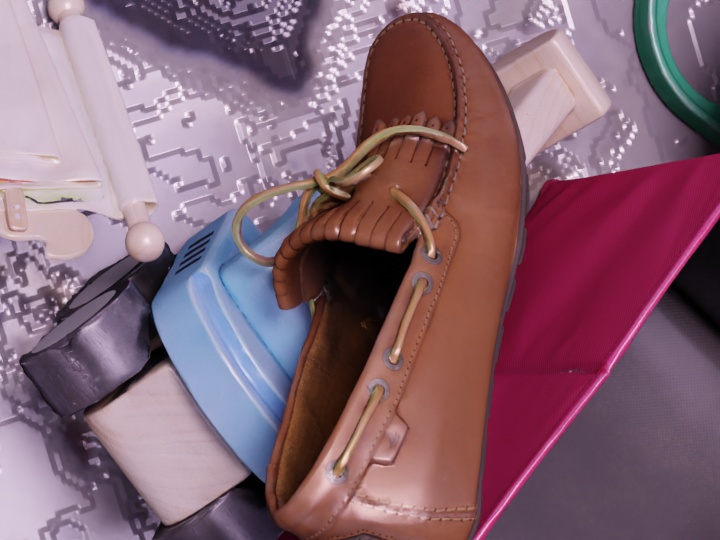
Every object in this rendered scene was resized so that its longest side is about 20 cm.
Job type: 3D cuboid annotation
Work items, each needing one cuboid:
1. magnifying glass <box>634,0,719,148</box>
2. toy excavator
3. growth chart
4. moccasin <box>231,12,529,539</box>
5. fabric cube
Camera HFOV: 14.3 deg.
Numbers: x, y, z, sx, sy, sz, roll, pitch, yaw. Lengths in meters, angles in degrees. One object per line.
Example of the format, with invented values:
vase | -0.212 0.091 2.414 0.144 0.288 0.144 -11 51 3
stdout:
magnifying glass | 0.173 -0.045 1.125 0.079 0.022 0.201 -31 99 -17
toy excavator | 0.000 0.000 1.015 0.199 0.195 0.100 -33 99 12
growth chart | -0.166 -0.061 0.969 0.199 0.018 0.145 7 46 -21
moccasin | 0.004 0.001 0.917 0.077 0.074 0.202 26 59 -25
fabric cube | 0.115 0.094 1.008 0.196 0.199 0.200 41 77 -12
